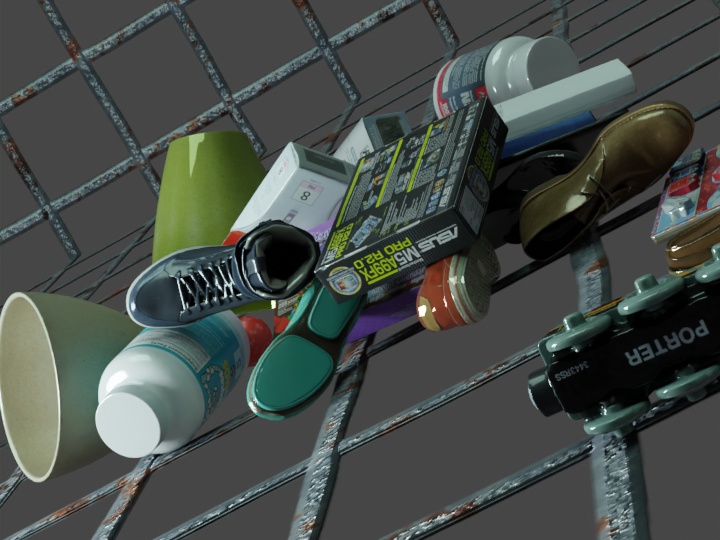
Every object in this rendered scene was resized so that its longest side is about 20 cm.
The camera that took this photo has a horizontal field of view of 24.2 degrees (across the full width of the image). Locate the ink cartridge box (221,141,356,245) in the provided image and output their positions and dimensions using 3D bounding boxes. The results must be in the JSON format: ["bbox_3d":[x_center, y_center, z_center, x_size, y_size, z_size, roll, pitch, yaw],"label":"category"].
[{"bbox_3d":[-0.052,-0.031,1.792,0.201,0.162,0.057,-55,34,28],"label":"ink cartridge box"}]

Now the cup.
[{"bbox_3d":[-0.293,0.117,1.809,0.142,0.202,0.200,-6,-3,-31],"label":"cup"}]

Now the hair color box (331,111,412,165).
[{"bbox_3d":[0.004,-0.087,1.911,0.060,0.100,0.200,-11,-19,-27],"label":"hair color box"}]

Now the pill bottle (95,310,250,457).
[{"bbox_3d":[-0.193,0.112,1.693,0.110,0.111,0.200,-25,12,26],"label":"pill bottle"}]

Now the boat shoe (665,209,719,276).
[{"bbox_3d":[0.307,-0.061,1.241,0.199,0.068,0.072,-28,13,20],"label":"boat shoe"}]

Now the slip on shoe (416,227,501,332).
[{"bbox_3d":[0.089,-0.001,1.553,0.061,0.074,0.200,-22,18,19],"label":"slip on shoe"}]

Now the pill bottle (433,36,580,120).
[{"bbox_3d":[0.196,-0.244,2.227,0.119,0.120,0.200,-36,12,-29],"label":"pill bottle"}]

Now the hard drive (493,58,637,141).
[{"bbox_3d":[0.186,-0.169,1.761,0.198,0.027,0.132,-21,11,7],"label":"hard drive"}]

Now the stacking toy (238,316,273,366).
[{"bbox_3d":[-0.172,0.088,1.856,0.199,0.086,0.085,-10,22,47],"label":"stacking toy"}]

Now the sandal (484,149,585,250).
[{"bbox_3d":[0.150,-0.052,1.650,0.200,0.075,0.048,-32,26,40],"label":"sandal"}]

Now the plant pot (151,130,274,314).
[{"bbox_3d":[-0.164,-0.054,1.953,0.185,0.202,0.187,-8,-6,-1],"label":"plant pot"}]

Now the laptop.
[{"bbox_3d":[0.167,-0.140,1.748,0.186,0.117,0.200,-22,-17,-2],"label":"laptop"}]

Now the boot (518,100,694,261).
[{"bbox_3d":[0.225,-0.075,1.534,0.200,0.074,0.076,-40,17,29],"label":"boot"}]

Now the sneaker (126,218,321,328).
[{"bbox_3d":[-0.132,0.005,1.620,0.201,0.078,0.146,-17,1,-5],"label":"sneaker"}]

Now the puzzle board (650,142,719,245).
[{"bbox_3d":[0.328,-0.091,1.464,0.150,0.017,0.200,-27,12,22],"label":"puzzle board"}]

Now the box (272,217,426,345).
[{"bbox_3d":[0.000,0.000,1.691,0.199,0.039,0.138,-25,46,29],"label":"box"}]

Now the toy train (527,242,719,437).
[{"bbox_3d":[0.202,0.037,1.073,0.199,0.086,0.114,-27,2,19],"label":"toy train"}]

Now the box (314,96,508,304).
[{"bbox_3d":[0.051,-0.069,1.588,0.159,0.044,0.201,-25,26,28],"label":"box"}]

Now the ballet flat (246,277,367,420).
[{"bbox_3d":[-0.050,0.079,1.577,0.201,0.067,0.071,-58,-3,-39],"label":"ballet flat"}]
